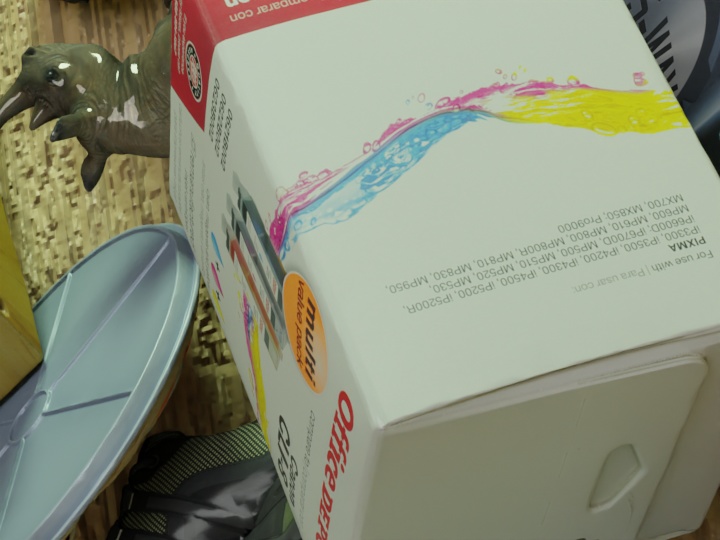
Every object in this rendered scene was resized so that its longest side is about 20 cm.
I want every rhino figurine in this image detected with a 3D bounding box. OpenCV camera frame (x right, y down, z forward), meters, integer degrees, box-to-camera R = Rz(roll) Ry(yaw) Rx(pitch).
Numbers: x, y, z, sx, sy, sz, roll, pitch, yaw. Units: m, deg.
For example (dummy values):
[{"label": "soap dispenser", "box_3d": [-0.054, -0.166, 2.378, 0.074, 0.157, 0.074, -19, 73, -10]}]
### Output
[{"label": "rhino figurine", "box_3d": [-0.059, -0.088, 0.940, 0.199, 0.060, 0.088, -19, 64, 5]}]

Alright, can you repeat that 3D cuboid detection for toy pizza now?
[{"label": "toy pizza", "box_3d": [-0.125, 0.068, 0.964, 0.200, 0.032, 0.201, -42, 24, 24]}]

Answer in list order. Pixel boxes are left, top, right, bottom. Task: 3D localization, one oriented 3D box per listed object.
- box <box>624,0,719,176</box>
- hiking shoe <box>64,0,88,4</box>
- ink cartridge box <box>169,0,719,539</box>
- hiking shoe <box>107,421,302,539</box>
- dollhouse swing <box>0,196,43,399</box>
[{"label": "box", "box_3d": [0.112, -0.044, 0.918, 0.160, 0.044, 0.201, -25, 65, 18]}, {"label": "hiking shoe", "box_3d": [-0.114, -0.180, 1.013, 0.200, 0.101, 0.076, -11, 43, 52]}, {"label": "ink cartridge box", "box_3d": [0.031, -0.007, 0.802, 0.144, 0.146, 0.201, -15, 58, -16]}, {"label": "hiking shoe", "box_3d": [-0.070, 0.120, 0.942, 0.200, 0.076, 0.101, -38, 44, 2]}, {"label": "dollhouse swing", "box_3d": [-0.254, -0.020, 1.016, 0.175, 0.182, 0.201, -27, 53, 8]}]
